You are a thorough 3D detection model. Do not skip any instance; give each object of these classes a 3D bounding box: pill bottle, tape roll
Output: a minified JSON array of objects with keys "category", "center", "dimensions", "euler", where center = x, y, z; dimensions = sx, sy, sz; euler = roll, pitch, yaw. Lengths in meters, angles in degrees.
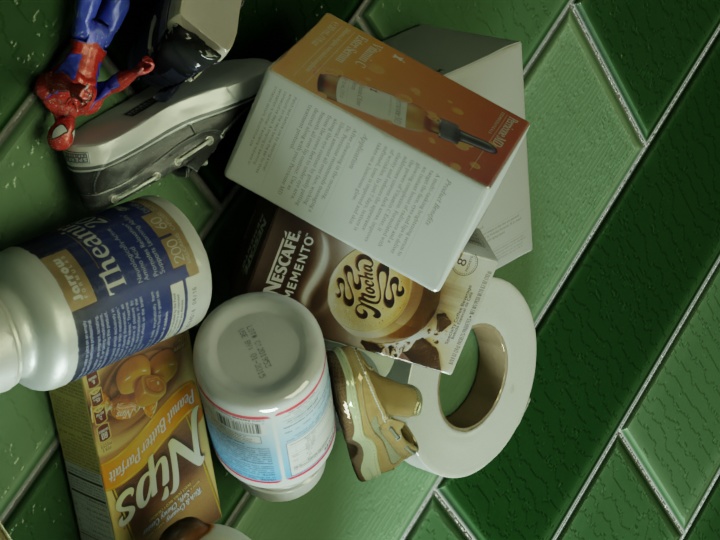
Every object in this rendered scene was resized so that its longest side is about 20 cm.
[{"category":"pill bottle","center":[-0.076,0.112,1.714],"dimensions":[0.109,0.108,0.200],"euler":[-52,159,-24]},{"category":"tape roll","center":[0.098,0.101,2.010],"dimensions":[0.202,0.037,0.204],"euler":[-18,115,-45]},{"category":"pill bottle","center":[-0.219,0.024,1.565],"dimensions":[0.199,0.111,0.112],"euler":[-25,119,-37]}]

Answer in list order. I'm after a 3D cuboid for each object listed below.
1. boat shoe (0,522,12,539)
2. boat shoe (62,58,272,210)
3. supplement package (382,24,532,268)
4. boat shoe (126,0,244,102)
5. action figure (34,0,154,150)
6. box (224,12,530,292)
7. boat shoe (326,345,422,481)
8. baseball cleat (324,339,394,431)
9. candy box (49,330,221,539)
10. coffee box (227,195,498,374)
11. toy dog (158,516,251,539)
[{"category":"boat shoe","center":[-0.280,0.246,1.608],"dimensions":[0.063,0.073,0.201],"euler":[-76,146,-49]},{"category":"boat shoe","center":[-0.146,-0.108,1.643],"dimensions":[0.200,0.071,0.068],"euler":[-33,123,-35]},{"category":"supplement package","center":[0.070,-0.103,1.851],"dimensions":[0.119,0.121,0.201],"euler":[-27,122,-41]},{"category":"boat shoe","center":[-0.131,-0.222,1.634],"dimensions":[0.075,0.093,0.201],"euler":[37,44,-20]},{"category":"action figure","center":[-0.187,-0.183,1.554],"dimensions":[0.065,0.099,0.201],"euler":[18,90,-39]},{"category":"box","center":[0.016,-0.099,1.682],"dimensions":[0.107,0.199,0.152],"euler":[-64,176,29]},{"category":"boat shoe","center":[0.016,0.115,1.788],"dimensions":[0.076,0.072,0.200],"euler":[-16,154,-1]},{"category":"baseball cleat","center":[-0.044,0.092,1.823],"dimensions":[0.199,0.070,0.107],"euler":[14,98,-46]},{"category":"candy box","center":[-0.184,0.138,1.687],"dimensions":[0.115,0.055,0.201],"euler":[-31,123,-39]},{"category":"coffee box","center":[0.000,0.000,1.746],"dimensions":[0.199,0.080,0.114],"euler":[16,109,-17]},{"category":"toy dog","center":[-0.140,0.299,1.657],"dimensions":[0.139,0.194,0.201],"euler":[31,104,-9]}]
